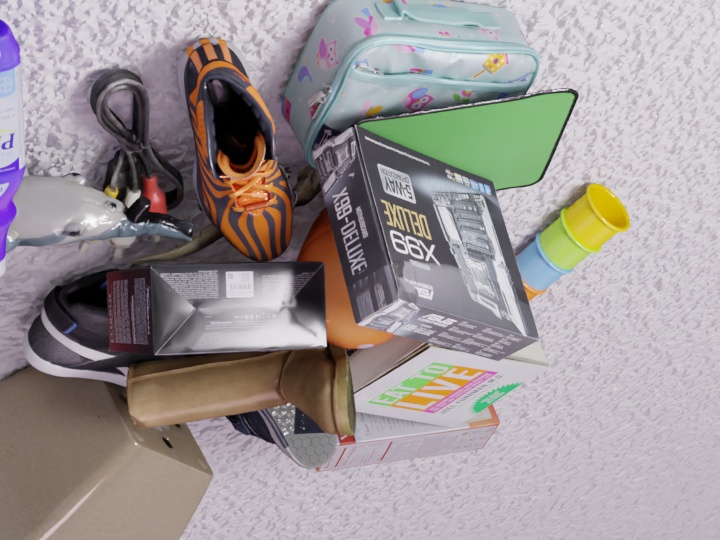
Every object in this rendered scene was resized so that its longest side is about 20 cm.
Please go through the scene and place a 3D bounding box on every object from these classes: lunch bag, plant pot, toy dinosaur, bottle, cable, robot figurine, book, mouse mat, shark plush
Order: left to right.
[{"bbox_3d":[-0.292,-0.087,1.222,0.083,0.065,0.200,-6,120,-19],"label":"bottle"},{"bbox_3d":[-0.241,-0.050,1.351,0.200,0.091,0.083,-8,161,-8],"label":"shark plush"},{"bbox_3d":[-0.266,0.193,1.609,0.177,0.200,0.200,-41,144,10],"label":"plant pot"},{"bbox_3d":[-0.183,-0.086,1.364,0.097,0.050,0.200,-11,148,-21],"label":"cable"},{"bbox_3d":[-0.105,-0.055,1.420,0.200,0.047,0.088,-25,160,-18],"label":"toy dinosaur"},{"bbox_3d":[-0.001,0.001,1.481,0.144,0.200,0.117,5,109,4],"label":"robot figurine"},{"bbox_3d":[0.041,-0.155,1.373,0.200,0.077,0.160,-2,143,-31],"label":"lunch bag"},{"bbox_3d":[0.073,0.100,1.598,0.134,0.048,0.200,-37,149,29],"label":"book"},{"bbox_3d":[0.077,-0.098,1.393,0.200,0.008,0.161,-10,155,-13],"label":"mouse mat"}]

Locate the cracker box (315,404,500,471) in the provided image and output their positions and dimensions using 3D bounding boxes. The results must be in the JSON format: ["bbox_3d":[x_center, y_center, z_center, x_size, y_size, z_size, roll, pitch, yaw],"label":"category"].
[{"bbox_3d":[0.030,0.131,1.735,0.200,0.134,0.058,-4,145,-25],"label":"cracker box"}]

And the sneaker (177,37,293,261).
[{"bbox_3d":[-0.097,-0.077,1.306,0.078,0.112,0.200,-20,120,-3],"label":"sneaker"}]

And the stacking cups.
[{"bbox_3d":[0.187,-0.012,1.704,0.060,0.061,0.200,12,140,-42],"label":"stacking cups"}]

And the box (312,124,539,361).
[{"bbox_3d":[0.056,-0.018,1.354,0.050,0.158,0.200,-30,151,30],"label":"box"}]

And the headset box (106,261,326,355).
[{"bbox_3d":[-0.130,0.032,1.409,0.149,0.075,0.200,-1,179,-21],"label":"headset box"}]

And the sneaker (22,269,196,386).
[{"bbox_3d":[-0.204,0.054,1.539,0.200,0.073,0.112,5,138,-36],"label":"sneaker"}]

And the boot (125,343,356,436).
[{"bbox_3d":[-0.106,0.113,1.455,0.200,0.175,0.066,-8,102,-2],"label":"boot"}]

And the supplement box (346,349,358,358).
[{"bbox_3d":[0.020,0.062,1.651,0.061,0.109,0.200,-41,144,27],"label":"supplement box"}]

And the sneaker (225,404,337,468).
[{"bbox_3d":[-0.110,0.095,1.642,0.077,0.146,0.202,-31,115,-19],"label":"sneaker"}]
